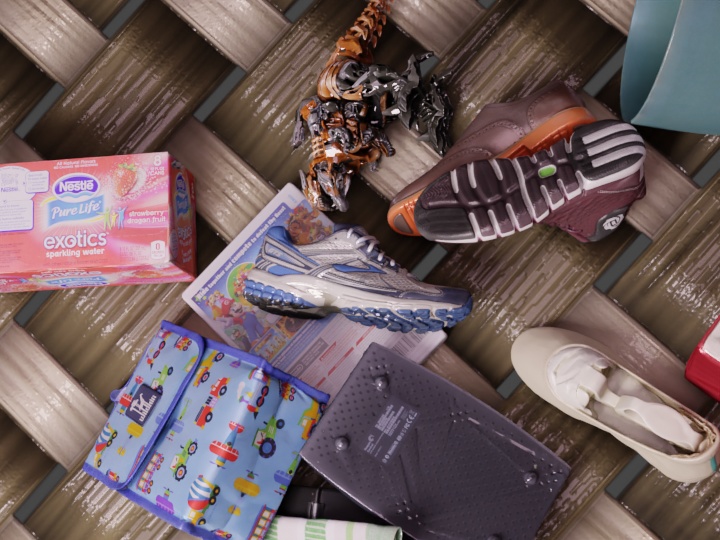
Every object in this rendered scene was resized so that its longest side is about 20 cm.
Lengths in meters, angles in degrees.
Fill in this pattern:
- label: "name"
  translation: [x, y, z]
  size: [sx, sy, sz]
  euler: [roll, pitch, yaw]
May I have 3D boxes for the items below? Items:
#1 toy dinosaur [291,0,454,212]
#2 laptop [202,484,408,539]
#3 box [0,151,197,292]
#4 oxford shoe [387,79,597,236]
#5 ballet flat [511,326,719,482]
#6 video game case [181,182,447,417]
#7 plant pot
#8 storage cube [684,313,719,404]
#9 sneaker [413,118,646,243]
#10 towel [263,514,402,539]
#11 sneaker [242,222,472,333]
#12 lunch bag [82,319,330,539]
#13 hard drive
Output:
- label: "toy dinosaur"
  translation: [0.003, -0.152, 1.347]
  size: [0.135, 0.102, 0.201]
  euler: [9, 103, 27]
- label: "laptop"
  translation: [-0.032, 0.283, 1.315]
  size: [0.199, 0.116, 0.189]
  euler: [-1, 78, 39]
- label: "box"
  translation: [-0.252, -0.041, 1.364]
  size: [0.199, 0.095, 0.103]
  euler: [-4, 79, 8]
- label: "oxford shoe"
  translation: [0.109, -0.097, 1.338]
  size: [0.199, 0.071, 0.073]
  euler: [-27, 53, 3]
- label: "ballet flat"
  translation: [0.213, 0.105, 1.276]
  size: [0.199, 0.069, 0.070]
  euler: [31, 86, 13]
- label: "video game case"
  translation: [-0.042, 0.040, 1.354]
  size: [0.200, 0.018, 0.143]
  euler: [44, 90, 13]
- label: "plant pot"
  translation: [0.318, -0.199, 1.251]
  size: [0.160, 0.201, 0.202]
  euler: [13, 82, -1]
- label: "storage cube"
  translation: [0.374, 0.055, 1.200]
  size: [0.171, 0.180, 0.200]
  euler: [37, 87, 13]
- label: "sneaker"
  translation: [0.152, -0.047, 1.291]
  size: [0.199, 0.116, 0.076]
  euler: [-17, 56, 12]
- label: "towel"
  translation: [-0.057, 0.277, 1.246]
  size: [0.199, 0.023, 0.154]
  euler: [-2, 78, 39]
- label: "sneaker"
  translation: [0.000, 0.000, 1.308]
  size: [0.199, 0.077, 0.086]
  euler: [8, 77, 10]
- label: "lunch bag"
  translation: [-0.146, 0.133, 1.305]
  size: [0.199, 0.094, 0.151]
  euler: [18, 79, 45]
- label: "hard drive"
  translation: [0.060, 0.164, 1.276]
  size: [0.199, 0.042, 0.135]
  euler: [32, 64, 5]
